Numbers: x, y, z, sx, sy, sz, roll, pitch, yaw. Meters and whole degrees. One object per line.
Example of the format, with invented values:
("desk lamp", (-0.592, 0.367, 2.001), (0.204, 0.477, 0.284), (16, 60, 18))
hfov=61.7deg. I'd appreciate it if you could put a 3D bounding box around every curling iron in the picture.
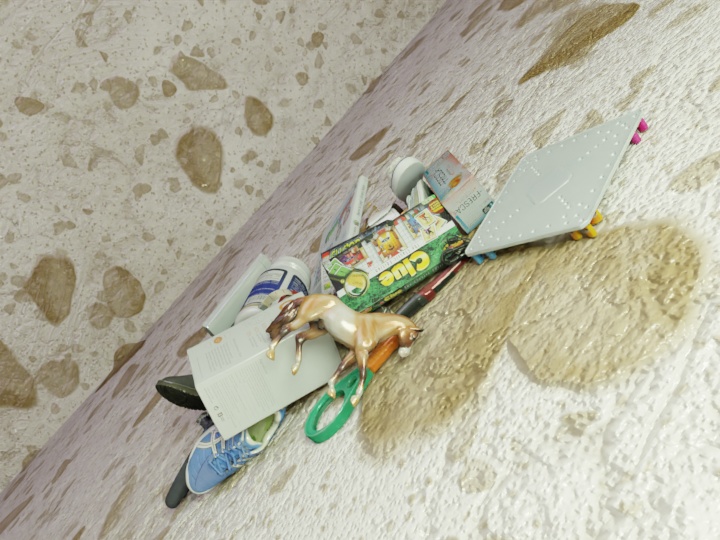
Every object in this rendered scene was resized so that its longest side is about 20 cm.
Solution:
("curling iron", (0.081, 0.028, 0.832), (0.200, 0.049, 0.026), (-47, 18, 5))

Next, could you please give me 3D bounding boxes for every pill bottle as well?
("pill bottle", (-0.167, 0.065, 1.201), (0.115, 0.116, 0.201), (-34, 20, 31))

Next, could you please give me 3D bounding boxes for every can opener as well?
("can opener", (-0.256, 0.299, 0.967), (0.202, 0.078, 0.063), (-55, -10, 6))

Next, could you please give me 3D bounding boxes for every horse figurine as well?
("horse figurine", (-0.004, -0.072, 1.223), (0.133, 0.050, 0.200), (-53, 23, 8))
("horse figurine", (-0.035, 0.084, 0.772), (0.197, 0.050, 0.134), (23, 71, 24))

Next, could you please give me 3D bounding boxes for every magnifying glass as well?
("magnifying glass", (-0.003, 0.146, 0.807), (0.200, 0.022, 0.080), (-47, 18, -4))

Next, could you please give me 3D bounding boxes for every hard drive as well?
("hard drive", (-0.240, 0.083, 1.308), (0.026, 0.133, 0.201), (14, 58, 41))

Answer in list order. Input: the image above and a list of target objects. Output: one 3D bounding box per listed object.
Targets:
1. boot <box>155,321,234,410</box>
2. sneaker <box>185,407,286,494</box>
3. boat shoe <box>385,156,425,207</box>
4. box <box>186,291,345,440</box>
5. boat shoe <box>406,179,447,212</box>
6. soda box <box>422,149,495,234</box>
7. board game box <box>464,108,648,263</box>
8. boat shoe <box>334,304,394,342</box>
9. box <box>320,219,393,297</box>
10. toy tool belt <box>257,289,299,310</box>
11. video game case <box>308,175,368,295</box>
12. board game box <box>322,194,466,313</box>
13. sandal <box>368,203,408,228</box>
("boot", (-0.282, 0.176, 1.187), (0.073, 0.178, 0.202), (93, -170, -50))
("sneaker", (-0.188, 0.254, 0.901), (0.200, 0.076, 0.077), (-48, 14, -3))
("boat shoe", (0.078, -0.174, 1.100), (0.072, 0.066, 0.200), (-45, -12, 7))
("box", (-0.141, 0.134, 0.889), (0.197, 0.099, 0.124), (-27, 24, -12))
("boat shoe", (0.101, -0.083, 0.986), (0.064, 0.074, 0.204), (-33, 28, 23))
("soda box", (0.155, -0.132, 0.968), (0.063, 0.068, 0.201), (-41, 17, 13))
("board game box", (0.245, -0.100, 0.765), (0.201, 0.026, 0.199), (-55, 19, -26))
("boat shoe", (-0.019, 0.073, 0.926), (0.074, 0.065, 0.199), (-51, 19, -25))
("box", (0.000, 0.000, 0.999), (0.199, 0.034, 0.113), (-24, 65, 52))
("toy tool belt", (-0.146, 0.145, 1.024), (0.200, 0.125, 0.123), (-47, 48, 4))
("video game case", (-0.045, -0.061, 1.197), (0.200, 0.023, 0.185), (-51, 23, 48))
("board game box", (0.049, -0.019, 0.875), (0.198, 0.024, 0.106), (-32, 61, 1))
("sandal", (0.028, -0.068, 1.098), (0.206, 0.059, 0.079), (-44, -10, 8))
